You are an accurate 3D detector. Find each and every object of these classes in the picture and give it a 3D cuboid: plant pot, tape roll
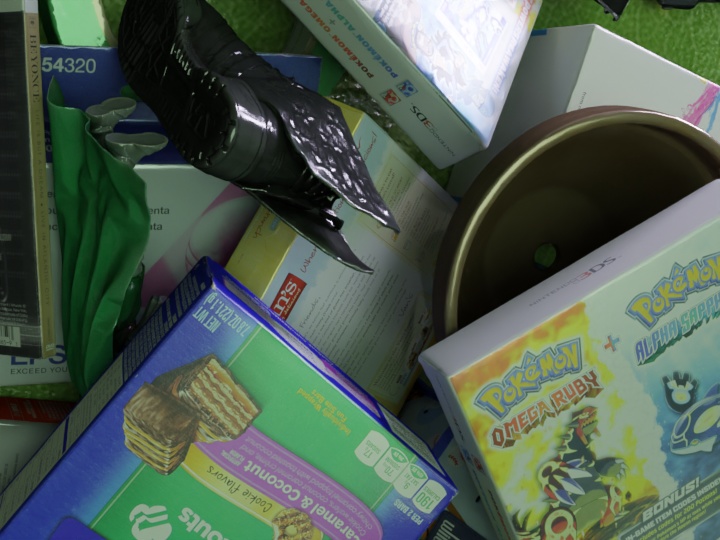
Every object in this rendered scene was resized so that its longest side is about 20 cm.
[{"bbox_3d":[0.124,0.002,0.722,0.198,0.093,0.204,-6,107,-18],"label":"plant pot"},{"bbox_3d":[-0.096,-0.175,0.768,0.198,0.048,0.204,-3,99,-22],"label":"tape roll"}]

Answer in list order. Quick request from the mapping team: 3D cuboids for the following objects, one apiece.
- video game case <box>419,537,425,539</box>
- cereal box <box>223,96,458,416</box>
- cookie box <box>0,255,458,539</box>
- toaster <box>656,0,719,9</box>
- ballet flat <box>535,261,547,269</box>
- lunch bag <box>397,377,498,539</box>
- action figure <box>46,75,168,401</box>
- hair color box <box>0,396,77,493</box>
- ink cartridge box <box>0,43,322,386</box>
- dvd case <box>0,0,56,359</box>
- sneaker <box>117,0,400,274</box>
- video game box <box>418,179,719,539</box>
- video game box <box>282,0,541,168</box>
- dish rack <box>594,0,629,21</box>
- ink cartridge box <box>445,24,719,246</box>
[{"bbox_3d":[-0.043,0.219,0.717,0.201,0.181,0.045,-54,157,0],"label":"video game case"},{"bbox_3d":[0.000,0.000,0.781,0.145,0.039,0.200,-60,146,-5],"label":"cereal box"},{"bbox_3d":[-0.080,0.127,0.647,0.171,0.075,0.200,40,93,-14],"label":"cookie box"},{"bbox_3d":[0.302,-0.250,0.884,0.197,0.113,0.131,-1,95,-20],"label":"toaster"},{"bbox_3d":[0.152,0.038,0.887,0.198,0.068,0.073,11,117,-33],"label":"ballet flat"},{"bbox_3d":[0.062,0.176,0.796,0.123,0.200,0.171,34,85,-22],"label":"lunch bag"},{"bbox_3d":[-0.138,0.009,0.688,0.054,0.118,0.202,-10,128,-28],"label":"action figure"},{"bbox_3d":[-0.141,0.141,0.784,0.197,0.061,0.103,8,95,-22],"label":"hair color box"},{"bbox_3d":[-0.120,-0.029,0.747,0.194,0.043,0.202,-2,119,-20],"label":"ink cartridge box"},{"bbox_3d":[-0.232,-0.058,0.690,0.016,0.147,0.203,-17,108,-61],"label":"dvd case"},{"bbox_3d":[-0.058,-0.084,0.673,0.103,0.201,0.060,19,118,-40],"label":"sneaker"},{"bbox_3d":[0.153,0.078,0.675,0.198,0.047,0.184,-29,109,-11],"label":"video game box"},{"bbox_3d":[0.033,-0.195,0.757,0.182,0.047,0.201,42,50,-23],"label":"video game box"},{"bbox_3d":[0.175,-0.234,0.735,0.054,0.200,0.155,30,98,4],"label":"dish rack"},{"bbox_3d":[0.183,-0.068,0.851,0.198,0.128,0.127,19,90,-23],"label":"ink cartridge box"}]
